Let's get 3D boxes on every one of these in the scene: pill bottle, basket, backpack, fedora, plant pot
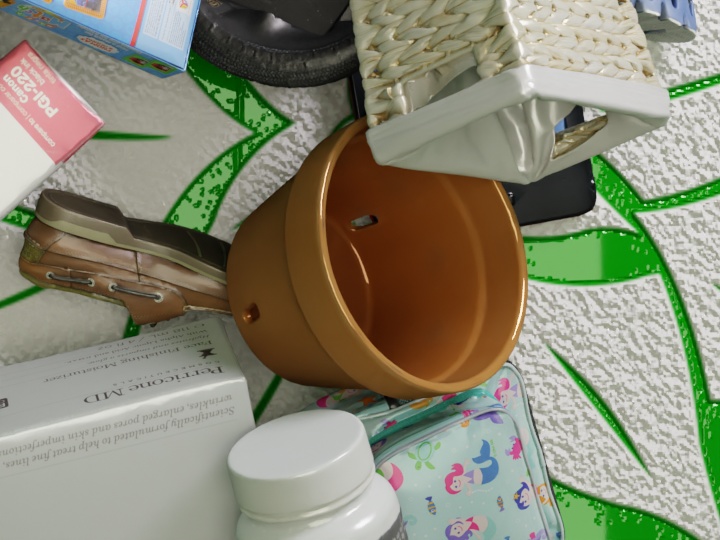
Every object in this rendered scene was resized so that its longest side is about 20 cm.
[{"bbox_3d":[-0.019,0.203,1.607,0.113,0.113,0.201,-18,112,-8],"label":"pill bottle"},{"bbox_3d":[0.099,-0.142,1.625,0.135,0.200,0.124,-23,75,33],"label":"basket"},{"bbox_3d":[0.038,0.163,1.734,0.199,0.151,0.178,-16,106,-3],"label":"backpack"},{"bbox_3d":[-0.048,-0.215,1.714,0.200,0.092,0.201,-1,83,9],"label":"fedora"},{"bbox_3d":[0.000,0.000,1.683,0.200,0.140,0.201,15,67,-41],"label":"plant pot"}]

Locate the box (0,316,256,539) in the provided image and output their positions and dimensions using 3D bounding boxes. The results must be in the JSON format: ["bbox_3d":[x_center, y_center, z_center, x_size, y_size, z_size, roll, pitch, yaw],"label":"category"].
[{"bbox_3d":[-0.165,0.162,1.683,0.198,0.131,0.201,-13,112,-9],"label":"box"}]

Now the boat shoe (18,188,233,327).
[{"bbox_3d":[-0.149,0.004,1.737,0.199,0.072,0.068,20,104,-10],"label":"boat shoe"}]

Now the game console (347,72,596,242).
[{"bbox_3d":[0.079,-0.127,1.782,0.176,0.031,0.201,-10,95,-8],"label":"game console"}]

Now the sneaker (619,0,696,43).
[{"bbox_3d":[0.177,-0.250,1.755,0.199,0.080,0.116,21,75,-40],"label":"sneaker"}]

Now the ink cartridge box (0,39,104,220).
[{"bbox_3d":[-0.281,-0.064,1.667,0.200,0.146,0.085,-44,99,-5],"label":"ink cartridge box"}]

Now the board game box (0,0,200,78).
[{"bbox_3d":[-0.191,-0.234,1.599,0.200,0.037,0.152,22,71,-32],"label":"board game box"}]
